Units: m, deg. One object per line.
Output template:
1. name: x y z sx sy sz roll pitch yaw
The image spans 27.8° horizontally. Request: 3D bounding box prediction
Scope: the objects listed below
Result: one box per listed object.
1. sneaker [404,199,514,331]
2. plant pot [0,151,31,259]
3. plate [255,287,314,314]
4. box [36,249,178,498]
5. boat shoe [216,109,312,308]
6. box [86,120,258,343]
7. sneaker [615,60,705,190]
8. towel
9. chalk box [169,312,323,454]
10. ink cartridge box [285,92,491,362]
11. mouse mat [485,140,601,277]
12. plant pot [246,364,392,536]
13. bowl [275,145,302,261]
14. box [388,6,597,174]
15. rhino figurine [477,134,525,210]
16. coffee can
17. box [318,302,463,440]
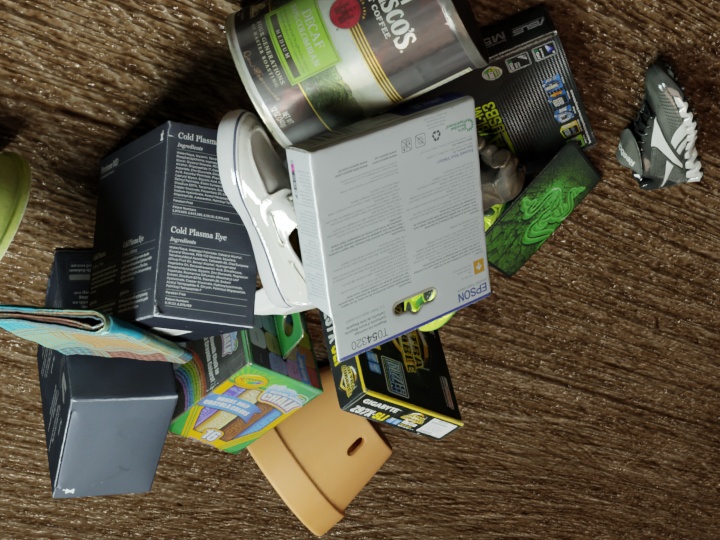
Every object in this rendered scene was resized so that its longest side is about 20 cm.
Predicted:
1. sneaker: 0.122 -0.015 1.639 0.083 0.074 0.200 26 96 -55
2. plant pot: -0.440 -0.071 1.344 0.200 0.201 0.184 -36 127 26
3. plate: 0.000 0.000 1.483 0.200 0.032 0.199 -25 173 36
4. box: -0.285 0.115 1.609 0.117 0.201 0.197 0 142 -19
5. boat shoe: -0.069 -0.055 1.320 0.070 0.071 0.201 -2 117 30
6. box: -0.181 -0.030 1.410 0.104 0.183 0.200 8 170 -28
7. sneaker: 0.322 -0.148 1.595 0.090 0.067 0.200 -22 145 5
8. towel: -0.261 0.063 1.384 0.146 0.022 0.200 4 168 17
9. chalk box: -0.132 0.105 1.714 0.200 0.125 0.124 -35 139 27
10. ink cartridge box: 0.031 -0.043 1.334 0.196 0.043 0.201 -21 116 -34
11. mouse mat: 0.198 -0.064 1.607 0.161 0.008 0.200 -48 162 7
12. plant pot: -0.053 0.215 1.849 0.140 0.200 0.200 -36 142 0
13. bowl: -0.030 -0.096 1.438 0.201 0.201 0.091 -29 109 17
14. box: 0.133 -0.165 1.522 0.192 0.048 0.200 -23 143 8
15. rhino figurine: 0.085 -0.077 1.536 0.199 0.060 0.087 -25 152 22
16. coffee can: -0.002 -0.212 1.328 0.199 0.147 0.146 -25 143 13
17. box: 0.029 0.086 1.684 0.159 0.201 0.049 21 132 -38
